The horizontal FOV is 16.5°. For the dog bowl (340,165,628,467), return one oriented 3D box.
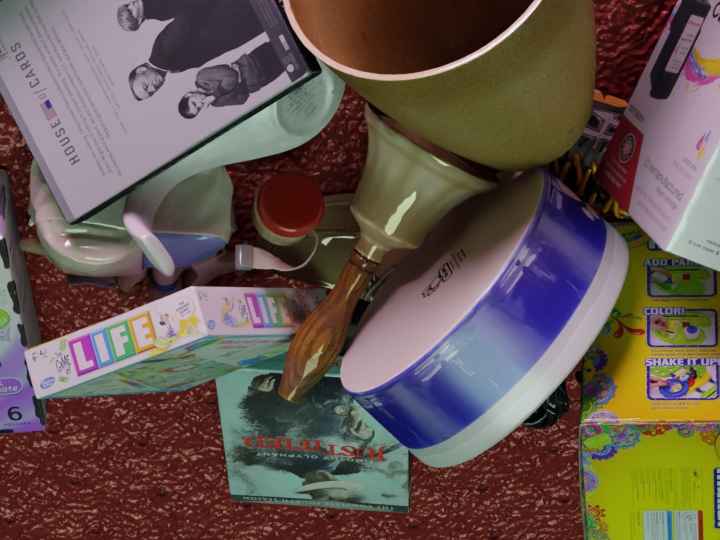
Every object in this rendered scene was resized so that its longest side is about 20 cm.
[{"bbox_3d":[0.080,0.028,1.634,0.079,0.200,0.200,41,121,-15],"label":"dog bowl"}]

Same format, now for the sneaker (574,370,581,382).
[{"bbox_3d":[0.212,0.060,1.837,0.200,0.070,0.099,37,124,-25],"label":"sneaker"}]

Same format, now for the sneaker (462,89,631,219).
[{"bbox_3d":[0.169,-0.073,1.692,0.198,0.078,0.079,-1,137,-2],"label":"sneaker"}]

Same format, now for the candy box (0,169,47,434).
[{"bbox_3d":[-0.317,0.030,1.751,0.166,0.072,0.201,-5,135,0],"label":"candy box"}]

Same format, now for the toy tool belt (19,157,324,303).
[{"bbox_3d":[-0.131,-0.031,1.694,0.199,0.126,0.123,2,160,-10],"label":"toy tool belt"}]

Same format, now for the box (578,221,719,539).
[{"bbox_3d":[0.214,0.102,1.697,0.121,0.193,0.201,-1,134,8],"label":"box"}]

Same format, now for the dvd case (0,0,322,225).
[{"bbox_3d":[-0.139,-0.141,1.564,0.199,0.151,0.025,-30,175,23],"label":"dvd case"}]

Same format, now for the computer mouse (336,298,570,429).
[{"bbox_3d":[0.061,0.054,1.816,0.199,0.053,0.139,8,147,-2],"label":"computer mouse"}]

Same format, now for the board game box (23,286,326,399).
[{"bbox_3d":[-0.117,0.048,1.676,0.134,0.034,0.200,-20,171,22],"label":"board game box"}]

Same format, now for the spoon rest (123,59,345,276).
[{"bbox_3d":[-0.084,-0.088,1.618,0.200,0.060,0.100,-48,136,-16],"label":"spoon rest"}]

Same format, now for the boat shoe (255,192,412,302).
[{"bbox_3d":[0.026,-0.007,1.751,0.198,0.065,0.072,1,135,-6],"label":"boat shoe"}]

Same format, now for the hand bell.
[{"bbox_3d":[0.000,0.000,1.658,0.104,0.104,0.201,24,103,-26],"label":"hand bell"}]

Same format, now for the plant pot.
[{"bbox_3d":[0.072,-0.150,1.555,0.185,0.187,0.200,-19,147,13],"label":"plant pot"}]

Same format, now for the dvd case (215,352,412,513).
[{"bbox_3d":[-0.033,0.123,1.866,0.145,0.022,0.200,4,147,3],"label":"dvd case"}]

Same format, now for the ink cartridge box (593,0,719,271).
[{"bbox_3d":[0.243,-0.113,1.564,0.082,0.146,0.201,19,105,-20],"label":"ink cartridge box"}]
